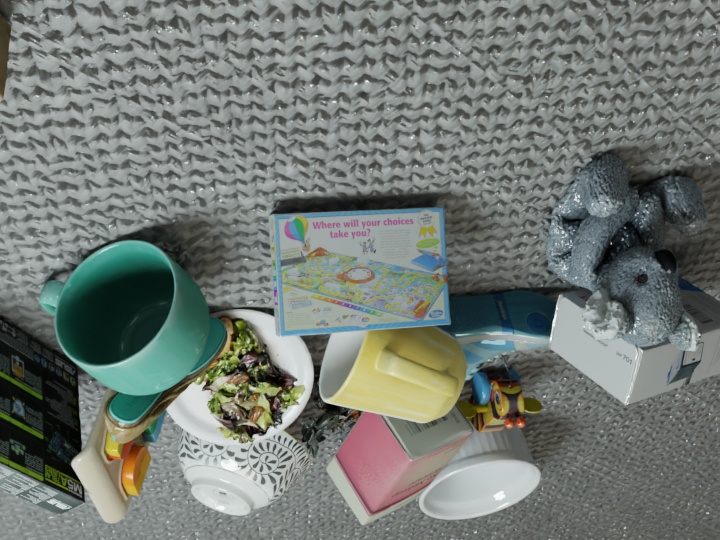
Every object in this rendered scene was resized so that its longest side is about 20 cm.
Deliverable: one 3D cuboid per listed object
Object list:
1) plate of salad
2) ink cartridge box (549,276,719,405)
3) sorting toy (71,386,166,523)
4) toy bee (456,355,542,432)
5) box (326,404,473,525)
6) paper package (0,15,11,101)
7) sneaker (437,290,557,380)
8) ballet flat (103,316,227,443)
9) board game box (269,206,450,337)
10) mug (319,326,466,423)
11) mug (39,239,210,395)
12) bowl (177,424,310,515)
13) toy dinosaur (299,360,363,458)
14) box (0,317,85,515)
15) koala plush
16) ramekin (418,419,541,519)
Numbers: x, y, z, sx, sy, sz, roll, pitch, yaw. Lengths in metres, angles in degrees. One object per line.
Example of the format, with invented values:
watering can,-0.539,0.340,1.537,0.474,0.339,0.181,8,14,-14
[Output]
plate of salad,-0.157,0.143,1.363,0.198,0.048,0.202,-4,115,-8
ink cartridge box,0.363,0.078,1.361,0.198,0.146,0.087,-13,124,-31
sorting toy,-0.281,0.190,1.324,0.036,0.201,0.186,12,146,11
toy bee,0.198,0.191,1.550,0.130,0.110,0.201,-14,145,4
box,0.055,0.262,1.565,0.127,0.109,0.201,-18,152,-36
paper package,-0.405,-0.191,0.836,0.189,0.104,0.200,-22,143,10
sneaker,0.178,0.094,1.439,0.198,0.080,0.131,3,141,-6
ballet flat,-0.232,0.133,1.269,0.067,0.200,0.073,32,138,7
board game box,0.000,0.000,1.208,0.198,0.136,0.034,-3,-179,-14
mug,0.047,0.126,1.311,0.152,0.187,0.150,23,119,-16
mug,-0.252,0.050,1.194,0.152,0.185,0.115,-41,145,-3
bowl,-0.178,0.276,1.484,0.199,0.095,0.202,15,146,10
toy dinosaur,-0.038,0.168,1.474,0.135,0.102,0.201,-27,134,-16
box,-0.397,0.160,1.236,0.047,0.195,0.200,-22,145,15
koala plush,0.316,0.006,1.256,0.176,0.201,0.184,9,139,-28
ramekin,0.180,0.310,1.712,0.198,0.098,0.201,-9,145,-6
